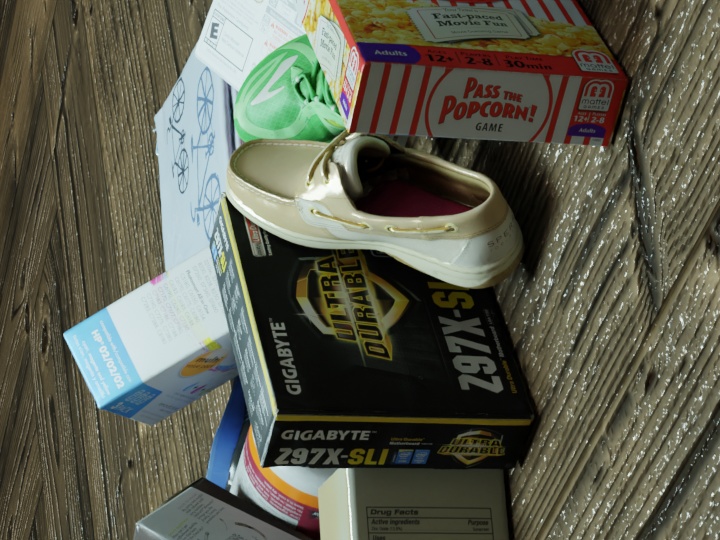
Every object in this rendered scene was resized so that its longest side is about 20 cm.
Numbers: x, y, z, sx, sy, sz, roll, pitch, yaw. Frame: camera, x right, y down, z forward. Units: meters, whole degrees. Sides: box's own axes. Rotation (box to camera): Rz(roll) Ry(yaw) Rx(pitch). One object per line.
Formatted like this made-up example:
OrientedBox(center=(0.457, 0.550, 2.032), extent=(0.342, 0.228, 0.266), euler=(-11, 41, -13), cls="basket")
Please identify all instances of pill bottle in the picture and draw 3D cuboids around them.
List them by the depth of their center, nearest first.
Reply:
OrientedBox(center=(-0.041, 0.174, 1.562), extent=(0.110, 0.109, 0.201), euler=(-105, 25, -44), cls="pill bottle")

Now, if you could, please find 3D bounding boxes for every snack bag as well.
OrientedBox(center=(-0.127, -0.079, 1.789), extent=(0.200, 0.021, 0.190), euler=(131, 136, -60), cls="snack bag")

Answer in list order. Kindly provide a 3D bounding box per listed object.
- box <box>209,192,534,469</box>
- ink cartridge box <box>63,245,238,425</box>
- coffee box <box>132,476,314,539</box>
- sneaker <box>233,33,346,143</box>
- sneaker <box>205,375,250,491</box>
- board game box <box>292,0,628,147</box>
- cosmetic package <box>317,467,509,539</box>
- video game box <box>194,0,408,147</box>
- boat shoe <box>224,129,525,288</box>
OrientedBox(center=(0.003, 0.035, 1.361), extent=(0.200, 0.159, 0.049), euler=(-106, 26, -47), cls="box")
OrientedBox(center=(-0.104, 0.033, 1.661), extent=(0.068, 0.199, 0.115), euler=(62, -171, 16), cls="ink cartridge box")
OrientedBox(center=(-0.056, 0.237, 1.469), extent=(0.199, 0.080, 0.113), euler=(27, 122, 23), cls="coffee box")
OrientedBox(center=(-0.003, -0.120, 1.380), extent=(0.199, 0.083, 0.074), euler=(-13, 90, 33), cls="sneaker")
OrientedBox(center=(-0.065, 0.111, 1.733), extent=(0.200, 0.078, 0.070), euler=(-75, 0, -51), cls="sneaker")
OrientedBox(center=(0.046, -0.141, 1.265), extent=(0.200, 0.151, 0.046), euler=(-113, 31, -53), cls="board game box")
OrientedBox(center=(0.035, 0.217, 1.330), extent=(0.071, 0.105, 0.201), euler=(132, 139, -63), cls="cosmetic package")
OrientedBox(center=(-0.018, -0.183, 1.492), extent=(0.200, 0.047, 0.183), euler=(41, 119, 43), cls="video game box")
OrientedBox(center=(0.005, -0.052, 1.344), extent=(0.074, 0.199, 0.069), euler=(-58, -29, -33), cls="boat shoe")
